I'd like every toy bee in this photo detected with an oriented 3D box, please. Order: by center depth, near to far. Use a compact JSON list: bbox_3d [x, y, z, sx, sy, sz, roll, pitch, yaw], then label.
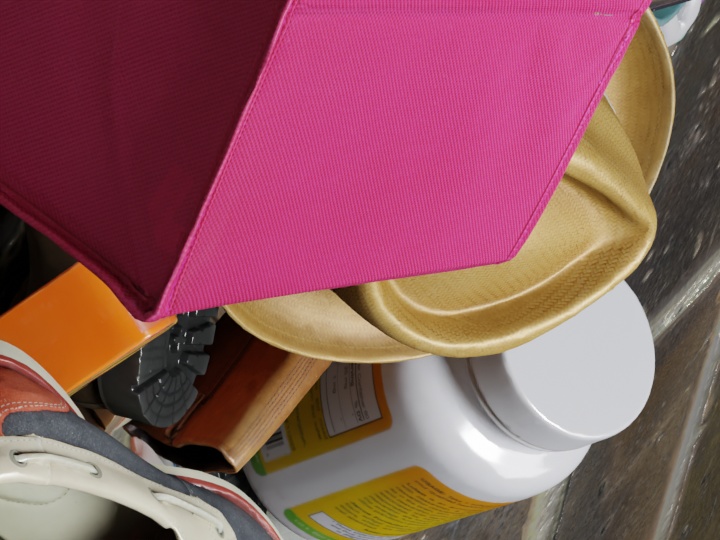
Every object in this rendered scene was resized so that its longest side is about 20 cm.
[{"bbox_3d":[-0.151,0.046,0.935,0.109,0.199,0.131,-37,114,-79],"label":"toy bee"}]

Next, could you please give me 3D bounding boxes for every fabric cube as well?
[{"bbox_3d":[-0.034,-0.121,0.785,0.199,0.196,0.200,-10,130,-57],"label":"fabric cube"}]

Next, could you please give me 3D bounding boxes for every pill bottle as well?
[{"bbox_3d":[0.038,0.055,1.172,0.111,0.111,0.200,-42,-170,-35],"label":"pill bottle"}]

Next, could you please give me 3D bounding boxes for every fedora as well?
[{"bbox_3d":[0.041,-0.027,0.959,0.200,0.082,0.201,-16,130,-20],"label":"fedora"}]

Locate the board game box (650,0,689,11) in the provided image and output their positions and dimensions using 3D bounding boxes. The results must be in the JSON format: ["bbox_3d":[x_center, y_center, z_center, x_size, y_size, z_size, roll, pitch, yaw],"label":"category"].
[{"bbox_3d":[0.073,-0.127,1.001,0.135,0.199,0.035,27,50,-65],"label":"board game box"}]

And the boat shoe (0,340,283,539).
[{"bbox_3d":[-0.079,0.094,0.879,0.071,0.063,0.200,-40,134,5],"label":"boat shoe"}]

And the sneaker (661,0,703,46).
[{"bbox_3d":[0.139,-0.165,1.310,0.200,0.078,0.140,-57,160,-3],"label":"sneaker"}]

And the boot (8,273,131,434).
[{"bbox_3d":[-0.079,-0.015,1.060,0.200,0.075,0.107,-56,173,-4],"label":"boot"}]

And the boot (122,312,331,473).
[{"bbox_3d":[0.000,0.000,1.080,0.200,0.188,0.069,-47,114,-23],"label":"boot"}]

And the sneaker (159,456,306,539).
[{"bbox_3d":[-0.066,0.121,1.285,0.072,0.072,0.200,-65,151,-28],"label":"sneaker"}]

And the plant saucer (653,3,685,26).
[{"bbox_3d":[0.145,-0.205,1.127,0.200,0.036,0.200,90,26,-54],"label":"plant saucer"}]

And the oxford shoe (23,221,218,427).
[{"bbox_3d":[-0.090,-0.049,0.973,0.073,0.084,0.201,23,80,-64],"label":"oxford shoe"}]

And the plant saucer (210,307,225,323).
[{"bbox_3d":[-0.008,-0.053,1.209,0.200,0.029,0.200,-47,158,-25],"label":"plant saucer"}]

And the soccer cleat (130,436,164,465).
[{"bbox_3d":[-0.159,0.126,1.030,0.199,0.078,0.069,-17,142,-13],"label":"soccer cleat"}]
